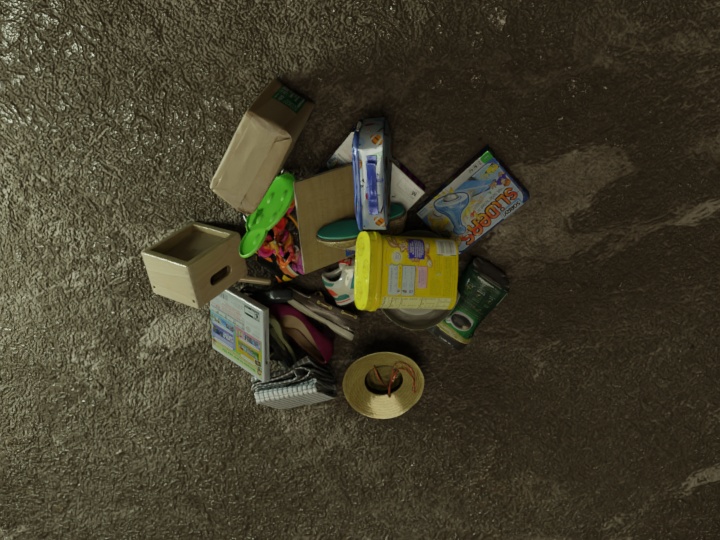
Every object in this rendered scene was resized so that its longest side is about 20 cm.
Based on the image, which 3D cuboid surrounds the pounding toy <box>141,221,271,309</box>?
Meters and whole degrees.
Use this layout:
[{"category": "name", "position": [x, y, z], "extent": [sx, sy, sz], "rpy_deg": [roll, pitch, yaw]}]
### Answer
[{"category": "pounding toy", "position": [-0.331, -0.005, 1.492], "extent": [0.180, 0.199, 0.146], "rpy_deg": [14, 126, 33]}]

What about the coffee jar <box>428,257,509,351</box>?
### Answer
[{"category": "coffee jar", "position": [0.233, 0.078, 1.491], "extent": [0.103, 0.086, 0.202], "rpy_deg": [31, 120, -3]}]

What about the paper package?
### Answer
[{"category": "paper package", "position": [-0.187, -0.243, 1.317], "extent": [0.102, 0.202, 0.192], "rpy_deg": [31, 121, -9]}]

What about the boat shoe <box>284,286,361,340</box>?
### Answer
[{"category": "boat shoe", "position": [-0.091, 0.087, 1.571], "extent": [0.196, 0.072, 0.061], "rpy_deg": [30, 81, 7]}]

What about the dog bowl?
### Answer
[{"category": "dog bowl", "position": [0.115, 0.019, 1.435], "extent": [0.193, 0.059, 0.207], "rpy_deg": [0, 92, -10]}]

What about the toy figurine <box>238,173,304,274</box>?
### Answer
[{"category": "toy figurine", "position": [-0.139, -0.066, 1.432], "extent": [0.148, 0.204, 0.183], "rpy_deg": [-3, 146, 48]}]

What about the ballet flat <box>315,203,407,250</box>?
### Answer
[{"category": "ballet flat", "position": [0.006, -0.074, 1.385], "extent": [0.194, 0.071, 0.067], "rpy_deg": [-16, 132, -7]}]

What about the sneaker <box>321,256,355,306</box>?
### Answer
[{"category": "sneaker", "position": [0.000, 0.000, 1.498], "extent": [0.197, 0.071, 0.094], "rpy_deg": [-28, 117, 26]}]

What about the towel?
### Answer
[{"category": "towel", "position": [-0.156, 0.271, 1.621], "extent": [0.161, 0.088, 0.200], "rpy_deg": [-13, 162, 11]}]

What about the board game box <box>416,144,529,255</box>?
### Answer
[{"category": "board game box", "position": [0.229, -0.139, 1.397], "extent": [0.135, 0.035, 0.199], "rpy_deg": [42, 118, -14]}]

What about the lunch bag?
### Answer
[{"category": "lunch bag", "position": [0.021, -0.186, 1.293], "extent": [0.073, 0.162, 0.206], "rpy_deg": [-1, 118, 7]}]

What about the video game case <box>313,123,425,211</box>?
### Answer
[{"category": "video game case", "position": [0.008, -0.171, 1.418], "extent": [0.199, 0.036, 0.181], "rpy_deg": [39, 118, -13]}]

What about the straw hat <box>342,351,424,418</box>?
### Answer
[{"category": "straw hat", "position": [0.057, 0.250, 1.624], "extent": [0.194, 0.086, 0.207], "rpy_deg": [1, 119, 3]}]

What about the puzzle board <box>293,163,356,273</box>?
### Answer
[{"category": "puzzle board", "position": [-0.062, -0.107, 1.391], "extent": [0.147, 0.017, 0.205], "rpy_deg": [-21, 125, -26]}]

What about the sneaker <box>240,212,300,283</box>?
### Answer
[{"category": "sneaker", "position": [-0.214, -0.054, 1.508], "extent": [0.089, 0.071, 0.201], "rpy_deg": [-28, 110, 31]}]

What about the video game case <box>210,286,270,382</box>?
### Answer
[{"category": "video game case", "position": [-0.277, 0.133, 1.551], "extent": [0.197, 0.022, 0.187], "rpy_deg": [24, 123, 36]}]

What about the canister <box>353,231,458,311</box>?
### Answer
[{"category": "canister", "position": [0.092, 0.004, 1.345], "extent": [0.194, 0.086, 0.154], "rpy_deg": [2, 91, -20]}]

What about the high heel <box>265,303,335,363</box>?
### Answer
[{"category": "high heel", "position": [-0.150, 0.144, 1.594], "extent": [0.195, 0.097, 0.069], "rpy_deg": [22, 122, -3]}]

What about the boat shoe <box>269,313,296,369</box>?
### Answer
[{"category": "boat shoe", "position": [-0.210, 0.178, 1.612], "extent": [0.071, 0.066, 0.204], "rpy_deg": [24, 148, 34]}]

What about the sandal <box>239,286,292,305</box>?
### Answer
[{"category": "sandal", "position": [-0.232, 0.057, 1.566], "extent": [0.196, 0.075, 0.044], "rpy_deg": [-10, 80, 35]}]
